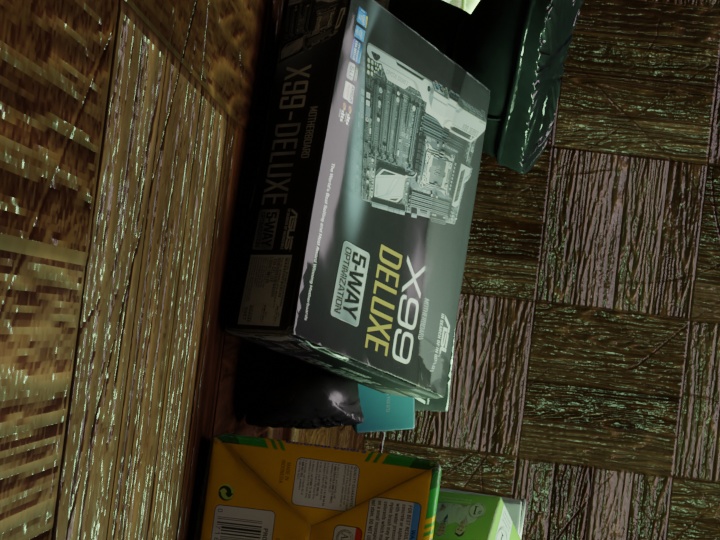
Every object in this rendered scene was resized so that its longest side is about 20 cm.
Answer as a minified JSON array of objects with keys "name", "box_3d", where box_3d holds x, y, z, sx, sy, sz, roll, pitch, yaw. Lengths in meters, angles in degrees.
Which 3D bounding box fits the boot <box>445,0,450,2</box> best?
[{"name":"boot","box_3d":[0.013,-0.213,1.214,0.091,0.072,0.200,60,-42,27]}]

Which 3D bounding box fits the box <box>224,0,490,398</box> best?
[{"name":"box","box_3d":[0.005,-0.039,0.838,0.157,0.050,0.201,27,68,-51]}]

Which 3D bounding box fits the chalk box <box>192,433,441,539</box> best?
[{"name":"chalk box","box_3d":[-0.024,0.167,0.827,0.200,0.123,0.125,79,18,-80]}]

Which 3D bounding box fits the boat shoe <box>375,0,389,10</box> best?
[{"name":"boat shoe","box_3d":[-0.019,-0.145,0.896,0.067,0.057,0.201,25,74,-58]}]

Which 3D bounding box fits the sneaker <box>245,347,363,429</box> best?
[{"name":"sneaker","box_3d":[-0.038,0.049,0.938,0.200,0.075,0.091,-124,-146,-80]}]

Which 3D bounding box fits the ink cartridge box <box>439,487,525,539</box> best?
[{"name":"ink cartridge box","box_3d":[0.026,0.214,1.170,0.145,0.199,0.085,75,22,-81]}]

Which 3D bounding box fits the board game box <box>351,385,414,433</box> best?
[{"name":"board game box","box_3d":[0.000,0.000,1.073,0.151,0.047,0.201,-134,-138,-73]}]

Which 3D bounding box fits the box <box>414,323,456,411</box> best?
[{"name":"box","box_3d":[0.050,-0.010,1.146,0.200,0.044,0.161,-89,-178,-60]}]

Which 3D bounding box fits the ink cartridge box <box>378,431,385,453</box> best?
[{"name":"ink cartridge box","box_3d":[-0.040,0.224,1.009,0.162,0.050,0.201,-74,-178,-71]}]

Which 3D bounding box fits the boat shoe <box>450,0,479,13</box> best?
[{"name":"boat shoe","box_3d":[0.066,-0.198,1.247,0.073,0.063,0.202,-107,-160,-55]}]

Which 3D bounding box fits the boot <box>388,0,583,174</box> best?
[{"name":"boot","box_3d":[0.055,-0.162,0.940,0.073,0.162,0.199,-50,157,-40]}]

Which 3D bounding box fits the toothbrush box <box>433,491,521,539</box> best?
[{"name":"toothbrush box","box_3d":[0.048,0.264,0.936,0.146,0.086,0.201,63,37,-47]}]
